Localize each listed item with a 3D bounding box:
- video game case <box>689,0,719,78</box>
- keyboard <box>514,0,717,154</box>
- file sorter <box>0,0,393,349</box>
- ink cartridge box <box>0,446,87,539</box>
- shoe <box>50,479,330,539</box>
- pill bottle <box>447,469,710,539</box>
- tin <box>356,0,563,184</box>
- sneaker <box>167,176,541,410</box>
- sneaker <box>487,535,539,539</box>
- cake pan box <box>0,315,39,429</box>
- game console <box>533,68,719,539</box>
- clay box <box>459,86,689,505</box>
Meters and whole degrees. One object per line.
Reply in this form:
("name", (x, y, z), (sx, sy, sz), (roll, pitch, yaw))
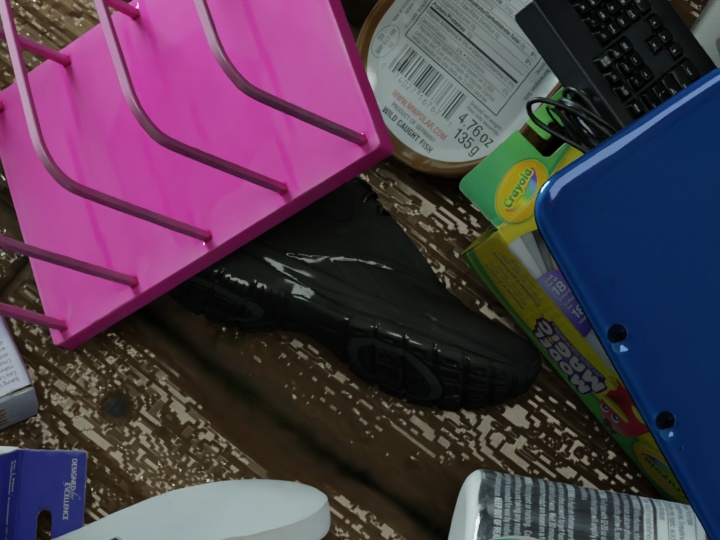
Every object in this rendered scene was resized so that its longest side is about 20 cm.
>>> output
("video game case", (0.208, -0.060, 1.057), (0.143, 0.018, 0.200), (39, 62, -8))
("keyboard", (0.154, -0.056, 0.998), (0.104, 0.040, 0.200), (-38, 91, -29))
("file sorter", (-0.116, -0.079, 0.980), (0.199, 0.125, 0.140), (-30, 65, 24))
("ink cartridge box", (-0.222, 0.126, 0.970), (0.198, 0.037, 0.096), (3, 92, -17))
("shoe", (-0.099, 0.164, 0.987), (0.199, 0.071, 0.092), (-16, 110, -33))
("pill bottle", (0.138, 0.159, 0.986), (0.198, 0.106, 0.107), (10, 69, -2))
("tin", (0.079, -0.133, 1.074), (0.112, 0.042, 0.200), (41, 102, 11))
("sneaker", (0.000, 0.000, 1.052), (0.199, 0.076, 0.091), (24, 66, 3))
("sneaker", (0.006, 0.179, 0.915), (0.080, 0.200, 0.072), (-11, 67, -51))
("cake pan box", (-0.278, 0.022, 1.028), (0.199, 0.052, 0.185), (-25, 72, -14))
("game console", (0.180, -0.004, 0.973), (0.118, 0.171, 0.201), (-24, 106, 22))
("clay box", (0.138, 0.008, 1.043), (0.115, 0.048, 0.200), (-41, 91, -26))
